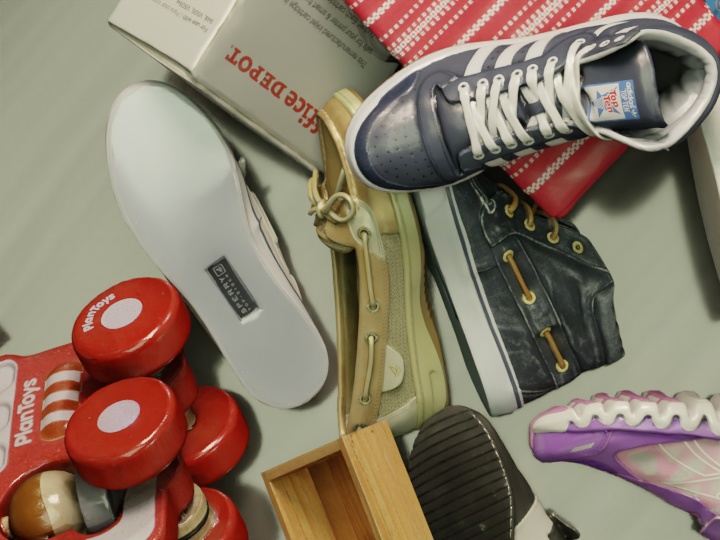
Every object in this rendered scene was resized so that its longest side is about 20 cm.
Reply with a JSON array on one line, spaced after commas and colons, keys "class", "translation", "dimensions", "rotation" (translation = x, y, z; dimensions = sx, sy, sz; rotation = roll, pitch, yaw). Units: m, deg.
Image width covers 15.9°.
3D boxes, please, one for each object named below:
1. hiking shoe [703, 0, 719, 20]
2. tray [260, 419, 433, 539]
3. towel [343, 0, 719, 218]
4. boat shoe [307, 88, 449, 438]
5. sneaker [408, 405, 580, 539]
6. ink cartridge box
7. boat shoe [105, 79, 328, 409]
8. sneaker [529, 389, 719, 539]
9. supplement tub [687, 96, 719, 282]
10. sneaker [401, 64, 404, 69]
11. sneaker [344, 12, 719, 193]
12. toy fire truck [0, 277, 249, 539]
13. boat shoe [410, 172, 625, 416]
[{"class": "hiking shoe", "translation": [0.214, -0.144, 1.463], "dimensions": [0.087, 0.074, 0.200], "rotation": [38, 89, 6]}, {"class": "tray", "translation": [0.016, 0.192, 1.442], "dimensions": [0.037, 0.098, 0.201], "rotation": [-18, 84, -33]}, {"class": "towel", "translation": [0.091, -0.143, 1.400], "dimensions": [0.145, 0.022, 0.200], "rotation": [-45, 105, 0]}, {"class": "boat shoe", "translation": [-0.001, 0.000, 1.443], "dimensions": [0.063, 0.073, 0.202], "rotation": [-16, 112, -12]}, {"class": "sneaker", "translation": [0.090, 0.171, 1.452], "dimensions": [0.074, 0.088, 0.201], "rotation": [-25, 81, 32]}, {"class": "ink cartridge box", "translation": [-0.027, -0.175, 1.437], "dimensions": [0.083, 0.146, 0.201], "rotation": [31, 87, 39]}, {"class": "boat shoe", "translation": [-0.081, -0.020, 1.466], "dimensions": [0.074, 0.086, 0.203], "rotation": [-32, 102, 2]}, {"class": "sneaker", "translation": [0.194, 0.113, 1.450], "dimensions": [0.198, 0.080, 0.089], "rotation": [2, 94, 2]}, {"class": "supplement tub", "translation": [0.289, -0.059, 1.419], "dimensions": [0.198, 0.145, 0.146], "rotation": [-13, 86, 3]}, {"class": "sneaker", "translation": [0.108, -0.144, 1.477], "dimensions": [0.199, 0.091, 0.075], "rotation": [-27, 43, -16]}, {"class": "sneaker", "translation": [0.093, -0.085, 1.343], "dimensions": [0.199, 0.109, 0.071], "rotation": [-18, 104, -8]}, {"class": "toy fire truck", "translation": [-0.157, 0.107, 1.416], "dimensions": [0.167, 0.201, 0.113], "rotation": [-17, 127, 12]}, {"class": "boat shoe", "translation": [0.081, -0.022, 1.449], "dimensions": [0.090, 0.071, 0.201], "rotation": [-23, 112, -5]}]
